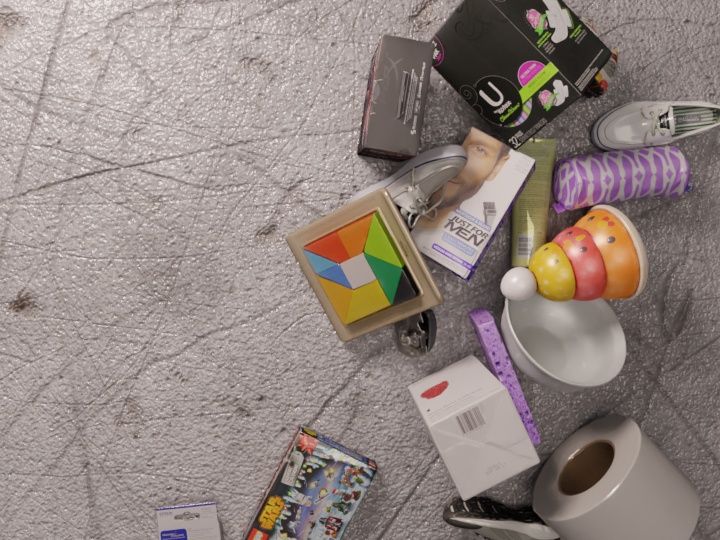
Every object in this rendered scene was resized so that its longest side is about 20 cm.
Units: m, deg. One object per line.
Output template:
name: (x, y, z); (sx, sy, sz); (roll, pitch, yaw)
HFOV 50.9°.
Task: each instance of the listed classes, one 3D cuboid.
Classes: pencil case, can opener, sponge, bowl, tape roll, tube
pencil case: (0.393, -0.138, 1.144); (0.199, 0.084, 0.086); (-5, 136, -9)
can opener: (0.075, 0.037, 1.140); (0.053, 0.067, 0.201); (6, 113, 36)
sponge: (0.217, 0.159, 1.147); (0.030, 0.112, 0.201); (-21, 98, 2)
bowl: (0.288, 0.104, 1.139); (0.200, 0.091, 0.202); (12, 51, -15)
tape roll: (0.380, 0.339, 1.137); (0.139, 0.203, 0.203); (45, 91, -8)
tube: (0.261, -0.104, 1.160); (0.058, 0.052, 0.201); (1, 91, -47)

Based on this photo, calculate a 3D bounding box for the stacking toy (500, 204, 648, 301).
stacking toy: (0.297, 0.000, 1.096); (0.199, 0.146, 0.147); (-20, 98, -12)

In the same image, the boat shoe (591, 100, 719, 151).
boat shoe: (0.455, -0.229, 1.151); (0.199, 0.067, 0.074); (-14, 97, -4)

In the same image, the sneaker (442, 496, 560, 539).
sneaker: (0.225, 0.412, 1.196); (0.199, 0.074, 0.080); (14, 100, -7)

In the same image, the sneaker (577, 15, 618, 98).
sneaker: (0.299, -0.348, 1.129); (0.200, 0.078, 0.082); (38, 77, -11)

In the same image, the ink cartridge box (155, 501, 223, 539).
ink cartridge box: (-0.258, 0.454, 1.174); (0.094, 0.037, 0.201); (-5, 99, -4)

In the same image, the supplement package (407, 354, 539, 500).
supplement package: (0.157, 0.219, 1.103); (0.121, 0.200, 0.120); (-27, 98, -1)

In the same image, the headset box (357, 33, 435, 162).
headset box: (0.046, -0.231, 1.046); (0.075, 0.200, 0.150); (9, 94, -4)

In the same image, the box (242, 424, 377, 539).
box: (-0.079, 0.361, 1.178); (0.136, 0.040, 0.201); (27, 93, -6)

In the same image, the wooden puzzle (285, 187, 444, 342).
wooden puzzle: (0.000, 0.000, 1.097); (0.199, 0.037, 0.186); (-23, 99, 33)

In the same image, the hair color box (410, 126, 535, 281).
hair color box: (0.163, -0.097, 1.125); (0.109, 0.065, 0.201); (31, 91, 13)

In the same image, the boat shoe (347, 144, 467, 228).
boat shoe: (0.071, -0.099, 1.082); (0.201, 0.074, 0.087); (-26, 63, 24)

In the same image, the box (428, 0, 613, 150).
box: (0.214, -0.302, 1.055); (0.200, 0.148, 0.124); (45, 54, -4)

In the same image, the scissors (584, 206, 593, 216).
scissors: (0.366, -0.074, 1.188); (0.073, 0.014, 0.201); (8, 94, -3)
